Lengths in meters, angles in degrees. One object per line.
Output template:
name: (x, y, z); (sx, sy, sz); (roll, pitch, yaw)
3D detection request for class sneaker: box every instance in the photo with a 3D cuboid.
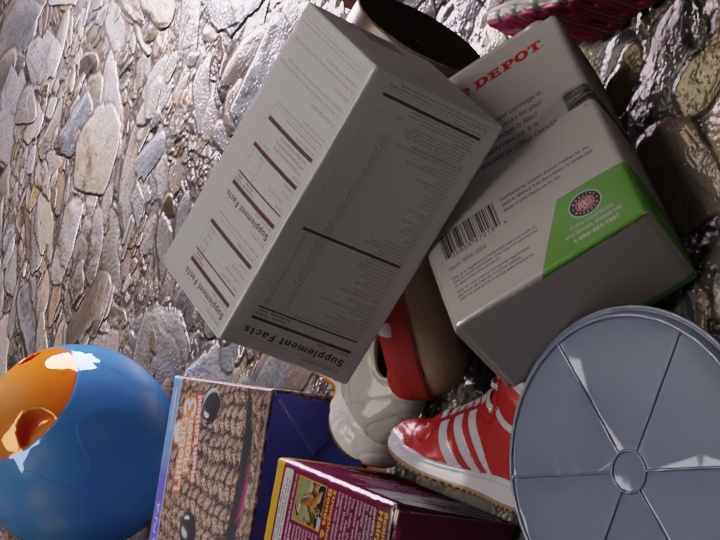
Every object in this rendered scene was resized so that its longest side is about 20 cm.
sneaker: (0.161, -0.218, 1.319); (0.199, 0.073, 0.088); (-24, 60, 52)
sneaker: (0.005, 0.057, 1.529); (0.092, 0.075, 0.201); (-54, 44, 27)
sneaker: (0.093, 0.098, 1.333); (0.199, 0.071, 0.113); (14, 97, 55)

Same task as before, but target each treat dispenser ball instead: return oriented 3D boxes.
treat dispenser ball: (-0.273, 0.172, 1.865); (0.201, 0.200, 0.203); (-31, 54, 55)

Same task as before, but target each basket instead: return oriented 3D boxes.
basket: (0.002, -0.101, 1.515); (0.201, 0.135, 0.181); (-60, 5, 21)

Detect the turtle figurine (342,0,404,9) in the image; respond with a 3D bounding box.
turtle figurine: (0.002, -0.322, 1.512); (0.200, 0.193, 0.144); (-52, 31, 23)

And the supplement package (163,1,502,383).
supplement package: (-0.022, -0.048, 1.252); (0.201, 0.113, 0.110); (-58, 36, 13)

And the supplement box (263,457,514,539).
supplement box: (0.012, 0.219, 1.409); (0.200, 0.103, 0.132); (13, 92, 63)

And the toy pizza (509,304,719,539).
toy pizza: (0.173, 0.122, 1.183); (0.199, 0.032, 0.202); (0, 90, 45)

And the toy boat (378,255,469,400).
toy boat: (0.000, 0.000, 1.402); (0.131, 0.130, 0.201); (-71, -33, -72)

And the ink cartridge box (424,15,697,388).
ink cartridge box: (0.113, -0.048, 1.274); (0.145, 0.084, 0.201); (-32, 45, 15)

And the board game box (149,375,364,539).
board game box: (-0.087, 0.177, 1.618); (0.200, 0.096, 0.161); (-1, 79, 62)
